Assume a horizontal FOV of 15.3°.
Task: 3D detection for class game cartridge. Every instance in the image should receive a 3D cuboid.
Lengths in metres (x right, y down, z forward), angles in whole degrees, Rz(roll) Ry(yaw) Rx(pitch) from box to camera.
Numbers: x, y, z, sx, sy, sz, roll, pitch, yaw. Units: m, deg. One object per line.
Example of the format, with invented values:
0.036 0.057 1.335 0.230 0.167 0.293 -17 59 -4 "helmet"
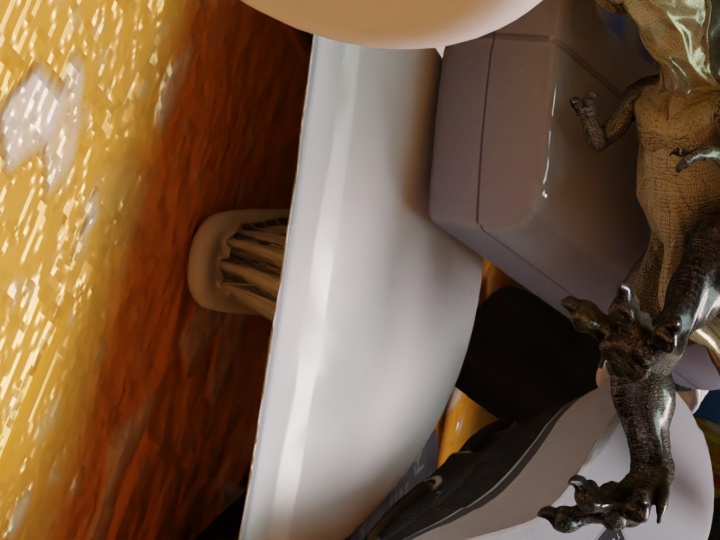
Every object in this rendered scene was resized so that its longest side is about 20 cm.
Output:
0.080 -0.085 0.664 0.133 0.041 0.201 35 67 -53 "game cartridge"

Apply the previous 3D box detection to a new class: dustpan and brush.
0.000 0.000 0.667 0.200 0.057 0.140 1 98 -65 "dustpan and brush"

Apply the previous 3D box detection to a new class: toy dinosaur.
0.073 0.010 0.606 0.088 0.047 0.200 -51 136 -42 "toy dinosaur"

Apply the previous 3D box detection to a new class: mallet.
0.051 0.105 0.874 0.041 0.066 0.201 -25 131 -53 "mallet"

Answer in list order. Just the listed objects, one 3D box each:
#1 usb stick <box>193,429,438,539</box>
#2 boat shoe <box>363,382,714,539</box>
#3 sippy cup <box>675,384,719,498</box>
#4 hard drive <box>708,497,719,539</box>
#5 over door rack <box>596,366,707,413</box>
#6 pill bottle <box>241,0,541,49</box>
-0.027 0.082 0.674 0.200 0.033 0.056 -40 136 -60 "usb stick"
0.025 0.083 0.634 0.200 0.056 0.069 -34 107 -56 "boat shoe"
0.140 0.034 0.898 0.178 0.139 0.131 -39 116 -59 "sippy cup"
0.084 0.160 0.799 0.139 0.033 0.201 0 117 -31 "hard drive"
0.075 -0.082 0.739 0.148 0.066 0.200 -53 132 -35 "over door rack"
0.031 -0.142 0.528 0.104 0.104 0.200 87 27 -47 "pill bottle"
